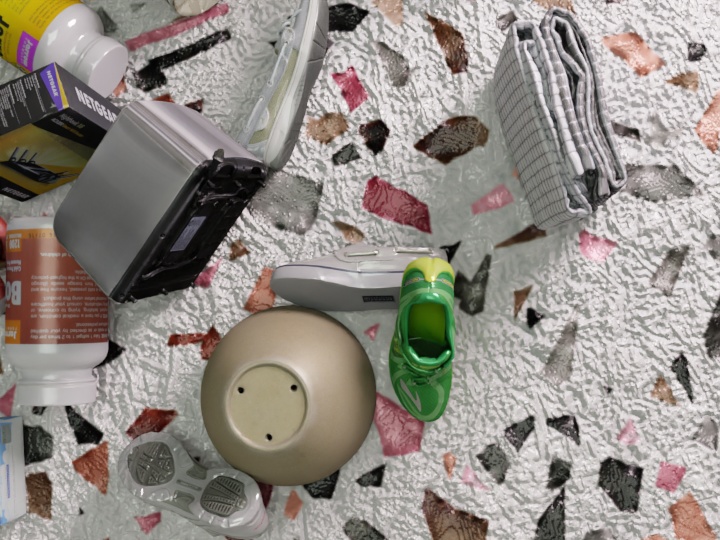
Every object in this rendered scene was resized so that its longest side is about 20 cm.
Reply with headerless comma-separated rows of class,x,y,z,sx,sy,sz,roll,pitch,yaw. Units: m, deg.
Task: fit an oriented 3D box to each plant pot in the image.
plant pot,-0.086,0.138,1.011,0.197,0.134,0.203,0,88,5

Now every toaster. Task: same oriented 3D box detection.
toaster,-0.201,-0.077,0.993,0.118,0.181,0.201,39,104,8

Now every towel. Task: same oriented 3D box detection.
towel,0.207,-0.150,0.979,0.085,0.166,0.203,-18,86,-1

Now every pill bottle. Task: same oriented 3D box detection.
pill bottle,-0.336,0.045,1.051,0.110,0.112,0.203,-1,87,6
pill bottle,-0.364,-0.275,1.072,0.199,0.104,0.105,33,91,7

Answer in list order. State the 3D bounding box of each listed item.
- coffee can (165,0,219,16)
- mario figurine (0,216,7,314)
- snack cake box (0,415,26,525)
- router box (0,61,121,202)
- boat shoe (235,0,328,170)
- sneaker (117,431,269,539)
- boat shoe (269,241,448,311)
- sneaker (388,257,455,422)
coffee can,-0.223,-0.404,1.043,0.200,0.146,0.147,43,92,5
mario figurine,-0.438,0.000,1.025,0.104,0.200,0.125,-2,102,-14
snack cake box,-0.490,0.231,1.082,0.197,0.067,0.117,-4,88,5
router box,-0.348,-0.142,1.017,0.156,0.200,0.053,-22,82,5
boat shoe,-0.086,-0.218,1.059,0.064,0.074,0.205,18,98,7
sneaker,-0.185,0.249,1.045,0.198,0.100,0.078,21,60,30
boat shoe,0.000,0.000,1.044,0.197,0.072,0.066,-1,58,10
sneaker,0.063,0.085,0.995,0.073,0.084,0.202,2,123,6
